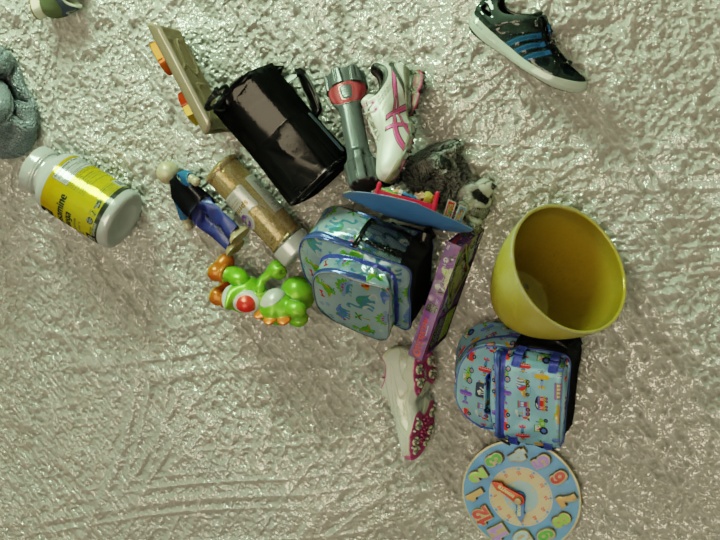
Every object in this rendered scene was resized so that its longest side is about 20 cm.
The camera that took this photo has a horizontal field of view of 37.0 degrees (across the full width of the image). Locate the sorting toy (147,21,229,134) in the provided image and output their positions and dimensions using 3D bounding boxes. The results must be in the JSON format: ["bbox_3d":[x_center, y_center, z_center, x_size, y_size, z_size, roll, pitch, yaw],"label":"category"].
[{"bbox_3d":[-0.274,-0.298,1.708,0.036,0.200,0.186,-27,95,4],"label":"sorting toy"}]

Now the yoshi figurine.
[{"bbox_3d":[-0.157,0.036,1.829,0.199,0.112,0.112,20,83,29],"label":"yoshi figurine"}]

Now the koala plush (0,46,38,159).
[{"bbox_3d":[-0.680,-0.267,1.874,0.177,0.200,0.184,-30,94,26],"label":"koala plush"}]

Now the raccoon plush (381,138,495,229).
[{"bbox_3d":[0.114,-0.121,1.678,0.199,0.097,0.135,-9,113,41],"label":"raccoon plush"}]

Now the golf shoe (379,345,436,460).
[{"bbox_3d":[0.076,0.217,1.801,0.091,0.075,0.201,13,109,34],"label":"golf shoe"}]

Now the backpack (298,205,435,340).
[{"bbox_3d":[0.000,0.000,1.691,0.199,0.147,0.183,23,146,19],"label":"backpack"}]

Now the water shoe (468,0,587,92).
[{"bbox_3d":[0.250,-0.331,1.553,0.200,0.071,0.079,34,113,8],"label":"water shoe"}]

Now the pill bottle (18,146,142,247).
[{"bbox_3d":[-0.494,-0.134,1.889,0.199,0.112,0.113,30,115,11],"label":"pill bottle"}]

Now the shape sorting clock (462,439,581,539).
[{"bbox_3d":[0.265,0.374,1.783,0.199,0.039,0.201,7,109,20],"label":"shape sorting clock"}]

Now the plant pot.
[{"bbox_3d":[0.272,0.022,1.604,0.200,0.200,0.142,50,145,1],"label":"plant pot"}]

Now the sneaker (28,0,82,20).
[{"bbox_3d":[-0.513,-0.525,1.808,0.089,0.067,0.201,1,107,14],"label":"sneaker"}]

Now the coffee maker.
[{"bbox_3d":[-0.128,-0.204,1.676,0.200,0.192,0.135,50,136,4],"label":"coffee maker"}]

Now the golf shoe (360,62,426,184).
[{"bbox_3d":[0.039,-0.221,1.613,0.092,0.201,0.073,15,153,-10],"label":"golf shoe"}]

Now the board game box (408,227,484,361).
[{"bbox_3d":[0.135,0.033,1.685,0.032,0.120,0.201,23,113,12],"label":"board game box"}]

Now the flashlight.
[{"bbox_3d":[-0.009,-0.214,1.646,0.068,0.067,0.201,-34,60,49],"label":"flashlight"}]

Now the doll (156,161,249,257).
[{"bbox_3d":[-0.279,-0.110,1.837,0.200,0.048,0.137,45,145,11],"label":"doll"}]

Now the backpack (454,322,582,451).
[{"bbox_3d":[0.233,0.176,1.683,0.199,0.134,0.184,11,110,20],"label":"backpack"}]

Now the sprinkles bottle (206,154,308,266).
[{"bbox_3d":[-0.168,-0.101,1.794,0.200,0.068,0.068,47,117,3],"label":"sprinkles bottle"}]

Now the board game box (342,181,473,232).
[{"bbox_3d":[0.073,-0.103,1.589,0.158,0.199,0.039,10,82,46],"label":"board game box"}]
